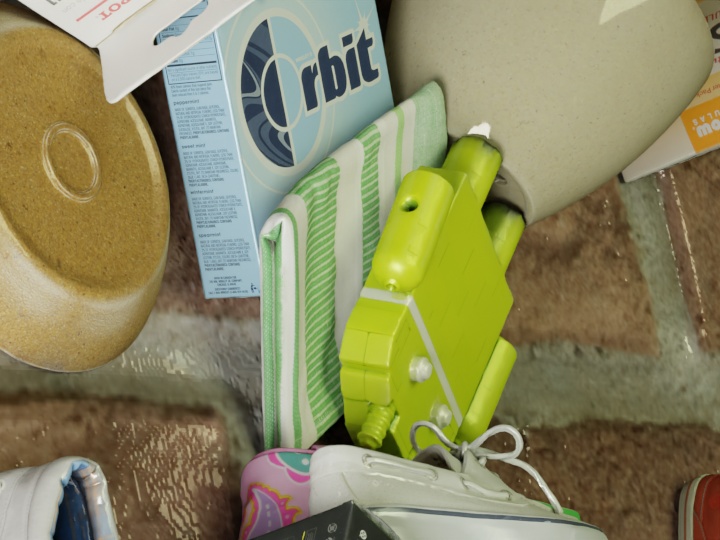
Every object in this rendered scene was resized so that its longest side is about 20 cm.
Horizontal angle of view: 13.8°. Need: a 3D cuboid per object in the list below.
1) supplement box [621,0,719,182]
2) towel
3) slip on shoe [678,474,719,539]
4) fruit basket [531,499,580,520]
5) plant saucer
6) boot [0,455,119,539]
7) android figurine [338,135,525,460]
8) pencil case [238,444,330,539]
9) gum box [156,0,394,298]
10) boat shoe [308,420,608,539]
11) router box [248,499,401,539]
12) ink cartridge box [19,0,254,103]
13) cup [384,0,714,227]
[{"bbox_3d":[0.206,-0.176,2.000,0.073,0.126,0.201,-20,87,-57],"label":"supplement box"},{"bbox_3d":[0.000,0.000,1.642,0.200,0.023,0.154,-38,133,-53],"label":"towel"},{"bbox_3d":[0.242,0.219,1.889,0.074,0.061,0.201,31,50,-45],"label":"slip on shoe"},{"bbox_3d":[0.062,0.223,1.634,0.185,0.093,0.201,17,74,-49],"label":"fruit basket"},{"bbox_3d":[-0.157,-0.050,1.505,0.200,0.035,0.201,31,48,-42],"label":"plant saucer"},{"bbox_3d":[-0.154,0.178,1.327,0.073,0.095,0.201,26,52,-45],"label":"boot"},{"bbox_3d":[0.041,0.029,1.671,0.183,0.041,0.201,68,37,-48],"label":"android figurine"},{"bbox_3d":[-0.020,0.190,1.517,0.087,0.087,0.201,30,49,-43],"label":"pencil case"},{"bbox_3d":[-0.044,-0.105,1.638,0.170,0.044,0.201,-30,114,-56],"label":"gum box"},{"bbox_3d":[0.048,0.116,1.529,0.201,0.074,0.087,10,60,-41],"label":"boat shoe"},{"bbox_3d":[-0.057,0.220,1.391,0.062,0.149,0.201,44,41,-31],"label":"router box"},{"bbox_3d":[-0.124,-0.198,1.525,0.067,0.117,0.201,31,35,-43],"label":"ink cartridge box"},{"bbox_3d":[0.090,-0.110,1.771,0.200,0.200,0.144,46,62,-30],"label":"cup"}]
